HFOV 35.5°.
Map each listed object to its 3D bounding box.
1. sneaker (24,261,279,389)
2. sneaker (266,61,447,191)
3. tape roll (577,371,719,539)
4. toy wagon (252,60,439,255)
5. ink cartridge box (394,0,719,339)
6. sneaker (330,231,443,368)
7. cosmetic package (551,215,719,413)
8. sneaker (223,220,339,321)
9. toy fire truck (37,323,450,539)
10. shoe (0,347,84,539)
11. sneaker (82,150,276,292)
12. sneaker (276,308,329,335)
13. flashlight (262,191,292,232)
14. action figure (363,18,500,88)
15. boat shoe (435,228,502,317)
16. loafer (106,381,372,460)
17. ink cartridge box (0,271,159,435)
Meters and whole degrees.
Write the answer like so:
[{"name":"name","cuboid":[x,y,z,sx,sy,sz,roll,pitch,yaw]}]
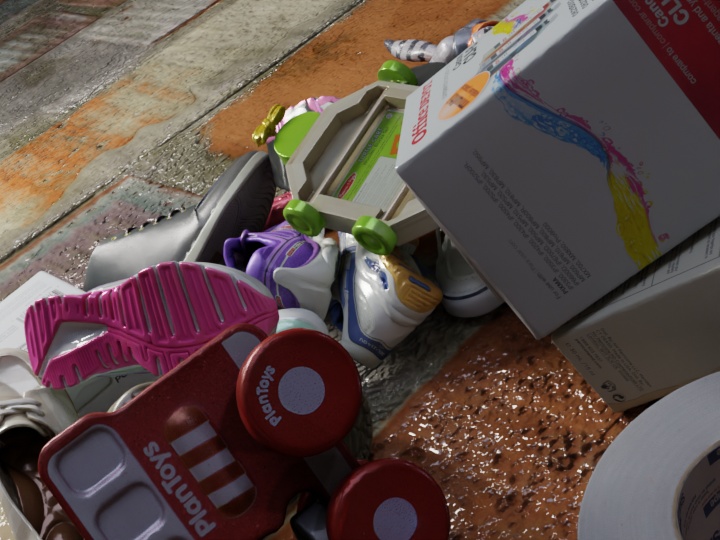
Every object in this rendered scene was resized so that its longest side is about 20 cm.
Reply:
[{"name":"sneaker","cuboid":[-0.137,0.033,0.788,0.198,0.083,0.088,-5,5,28]},{"name":"sneaker","cuboid":[0.015,-0.106,0.949,0.198,0.086,0.081,-10,76,29]},{"name":"tape roll","cuboid":[0.207,0.131,0.532,0.198,0.067,0.201,-20,31,12]},{"name":"toy wagon","cuboid":[0.004,-0.090,0.847,0.198,0.040,0.156,15,62,38]},{"name":"ink cartridge box","cuboid":[0.139,-0.091,0.682,0.199,0.145,0.146,-38,16,20]},{"name":"sneaker","cuboid":[0.000,0.000,0.881,0.088,0.075,0.200,-52,19,15]},{"name":"cosmetic package","cuboid":[0.218,-0.002,0.660,0.199,0.073,0.104,-28,23,41]},{"name":"sneaker","cuboid":[-0.071,-0.012,0.898,0.200,0.082,0.082,-162,88,-77]},{"name":"toy fire truck","cuboid":[-0.057,0.136,0.615,0.167,0.201,0.112,-35,1,-16]},{"name":"shoe","cuboid":[-0.220,0.132,0.775,0.069,0.054,0.201,-19,62,-18]},{"name":"sneaker","cuboid":[-0.161,-0.035,0.985,0.106,0.075,0.201,28,77,25]},{"name":"sneaker","cuboid":[-0.097,0.113,0.783,0.199,0.074,0.118,-36,23,3]},{"name":"flashlight","cuboid":[-0.052,-0.064,1.034,0.198,0.068,0.068,-22,25,5]},{"name":"action figure","cuboid":[0.069,-0.187,1.054,0.198,0.106,0.193,-11,1,-32]},{"name":"boat shoe","cuboid":[0.093,-0.053,0.885,0.074,0.087,0.203,-10,33,26]},{"name":"loafer","cuboid":[-0.078,0.098,0.718,0.067,0.198,0.077,-9,75,51]},{"name":"ink cartridge box","cuboid":[-0.259,0.092,0.933,0.145,0.084,0.199,-41,34,-24]}]
